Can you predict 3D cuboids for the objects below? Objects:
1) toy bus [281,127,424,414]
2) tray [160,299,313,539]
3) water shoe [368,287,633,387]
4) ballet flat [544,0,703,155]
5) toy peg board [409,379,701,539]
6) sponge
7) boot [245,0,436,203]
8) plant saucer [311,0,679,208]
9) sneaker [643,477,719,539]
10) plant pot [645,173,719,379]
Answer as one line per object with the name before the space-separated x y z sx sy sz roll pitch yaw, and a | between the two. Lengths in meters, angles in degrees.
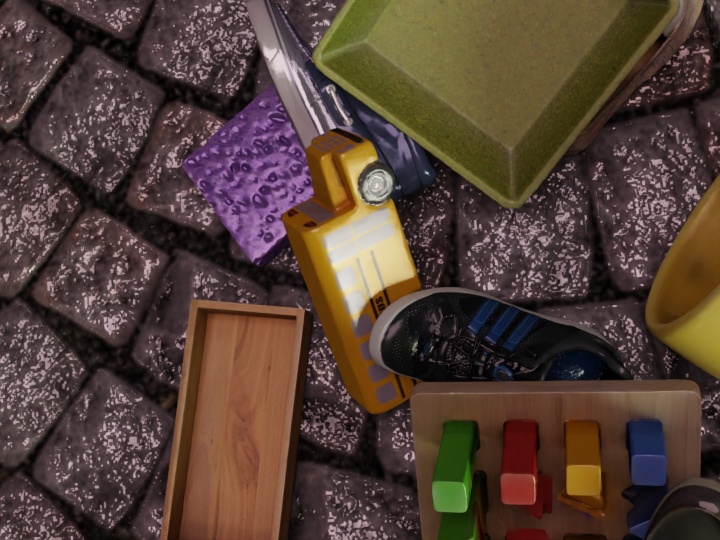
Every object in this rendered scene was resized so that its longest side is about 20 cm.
toy bus | 0.000 0.000 0.843 0.078 0.065 0.202 -27 115 -14
tray | -0.099 0.129 0.912 0.097 0.037 0.203 4 81 12
water shoe | 0.106 0.060 0.818 0.197 0.079 0.072 7 104 -16
ballet flat | 0.210 -0.178 0.887 0.068 0.067 0.201 33 88 15
toy peg board | 0.134 0.188 0.773 0.196 0.098 0.203 -1 112 12
sponge | -0.044 -0.110 0.948 0.200 0.030 0.112 -40 75 2
boot | -0.016 -0.140 0.903 0.089 0.073 0.202 -25 85 -1
plant saucer | 0.096 -0.180 0.833 0.199 0.048 0.200 35 118 -4
sneaker | 0.189 0.233 0.692 0.074 0.106 0.203 18 113 24
plant pot | 0.329 0.011 0.772 0.188 0.201 0.202 33 87 0
